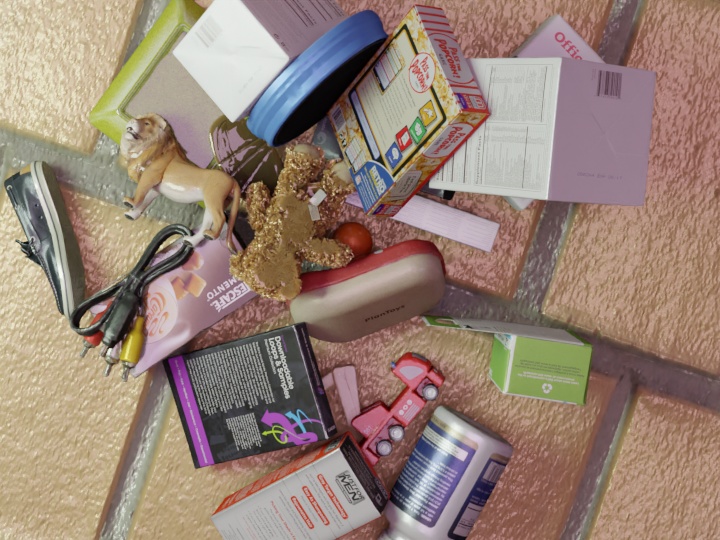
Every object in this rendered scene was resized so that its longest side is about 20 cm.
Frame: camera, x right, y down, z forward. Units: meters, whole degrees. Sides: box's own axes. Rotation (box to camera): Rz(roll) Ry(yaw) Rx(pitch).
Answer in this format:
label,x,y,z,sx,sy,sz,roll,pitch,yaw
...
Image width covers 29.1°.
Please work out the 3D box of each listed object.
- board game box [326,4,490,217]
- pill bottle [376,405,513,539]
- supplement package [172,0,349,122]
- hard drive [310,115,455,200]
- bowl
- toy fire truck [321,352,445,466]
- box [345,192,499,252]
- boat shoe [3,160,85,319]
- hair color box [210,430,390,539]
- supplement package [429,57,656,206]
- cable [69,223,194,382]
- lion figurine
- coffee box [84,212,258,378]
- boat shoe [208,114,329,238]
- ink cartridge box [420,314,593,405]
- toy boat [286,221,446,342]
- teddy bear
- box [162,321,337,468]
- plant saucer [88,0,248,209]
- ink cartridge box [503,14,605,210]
label,x,y,z,sx,sy,sz,roll,pitch,yaw
board game box,0.049,-0.179,1.585,0.046,0.200,0.152,0,59,-37
pill bottle,0.097,0.279,1.719,0.111,0.111,0.201,29,91,-3
supplement package,-0.104,-0.266,1.622,0.110,0.200,0.114,49,119,3
hard drive,0.044,-0.181,1.686,0.199,0.033,0.141,20,93,29
bowl,-0.046,-0.219,1.614,0.200,0.201,0.039,-42,86,0
toy fire truck,-0.005,0.167,1.740,0.141,0.049,0.200,40,90,-3
box,0.074,-0.073,1.736,0.199,0.039,0.042,18,93,-3
boat shoe,-0.387,-0.033,1.705,0.062,0.075,0.201,-18,89,4
hair color box,-0.074,0.291,1.706,0.199,0.061,0.102,-29,96,20
supplement package,0.200,-0.156,1.550,0.151,0.199,0.152,1,96,-37
cable,-0.273,0.028,1.659,0.097,0.050,0.201,26,79,16
lion figurine,-0.206,-0.103,1.639,0.199,0.073,0.123,26,67,9
coffee box,-0.222,0.027,1.709,0.199,0.080,0.115,-33,94,0
boat shoe,-0.119,-0.106,1.698,0.074,0.066,0.201,-38,106,-6
ink cartridge box,0.170,0.105,1.696,0.198,0.148,0.076,7,94,-2
toy boat,0.000,0.000,1.711,0.199,0.131,0.131,-20,63,-2
teddy bear,-0.075,-0.057,1.641,0.144,0.067,0.202,11,79,-10
box,-0.136,0.154,1.699,0.199,0.036,0.144,-15,93,28
plant saucer,-0.205,-0.208,1.714,0.199,0.048,0.200,36,91,-3
ink cartridge box,0.218,-0.195,1.713,0.200,0.083,0.145,-45,93,2
